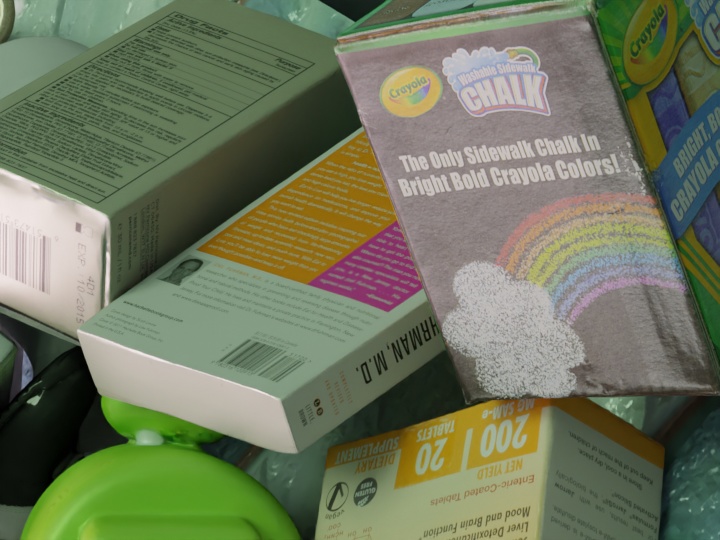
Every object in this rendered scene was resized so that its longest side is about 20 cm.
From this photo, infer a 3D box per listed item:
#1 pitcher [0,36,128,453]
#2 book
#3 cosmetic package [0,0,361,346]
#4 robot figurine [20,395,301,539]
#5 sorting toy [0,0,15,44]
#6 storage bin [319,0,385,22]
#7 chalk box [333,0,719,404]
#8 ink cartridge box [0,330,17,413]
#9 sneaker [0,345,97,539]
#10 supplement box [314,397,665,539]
[{"bbox_3d":[-0.152,0.002,1.411,0.172,0.121,0.200,-49,47,34],"label":"pitcher"},{"bbox_3d":[0.000,0.000,1.197,0.200,0.048,0.133,-33,30,-31],"label":"book"},{"bbox_3d":[-0.093,-0.048,1.288,0.105,0.200,0.071,23,125,26],"label":"cosmetic package"},{"bbox_3d":[-0.084,0.130,1.198,0.200,0.115,0.176,168,101,-81],"label":"robot figurine"},{"bbox_3d":[-0.242,-0.058,1.544,0.200,0.036,0.185,-63,9,-4],"label":"sorting toy"},{"bbox_3d":[0.030,-0.206,1.333,0.134,0.145,0.201,-12,56,56],"label":"storage bin"},{"bbox_3d":[0.084,-0.067,1.072,0.124,0.201,0.124,-4,24,40],"label":"chalk box"},{"bbox_3d":[-0.226,0.121,1.295,0.174,0.044,0.200,-49,-9,-26],"label":"ink cartridge box"},{"bbox_3d":[-0.145,0.121,1.314,0.074,0.088,0.200,-41,-16,-52],"label":"sneaker"},{"bbox_3d":[0.041,0.156,1.108,0.126,0.073,0.201,-20,52,40],"label":"supplement box"}]
